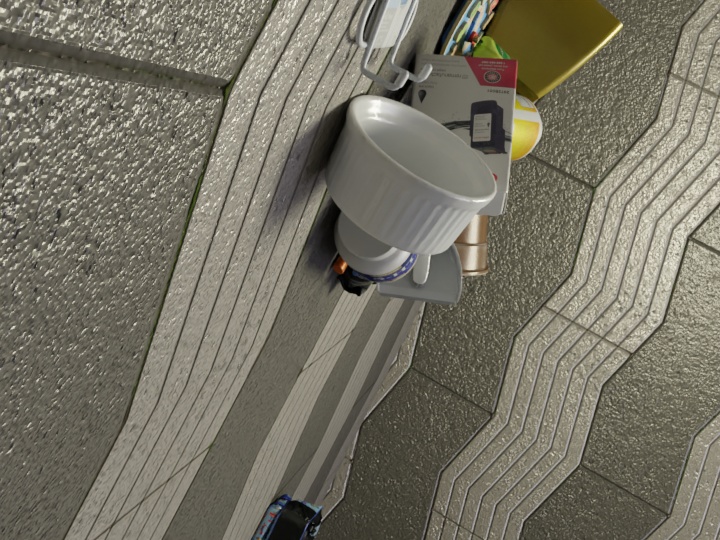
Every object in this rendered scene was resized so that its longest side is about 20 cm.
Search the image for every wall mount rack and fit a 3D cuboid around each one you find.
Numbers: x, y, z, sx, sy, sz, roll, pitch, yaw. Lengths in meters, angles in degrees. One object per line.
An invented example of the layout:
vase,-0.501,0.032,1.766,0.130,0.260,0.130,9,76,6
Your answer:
wall mount rack,0.068,-0.288,0.910,0.175,0.074,0.200,-66,171,22

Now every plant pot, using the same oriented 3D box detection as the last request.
plant pot,0.304,-0.404,1.483,0.177,0.199,0.200,-51,-177,-1
plant pot,0.140,-0.113,1.454,0.200,0.198,0.201,-31,131,-73

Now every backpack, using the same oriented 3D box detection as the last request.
backpack,-0.181,0.669,2.158,0.184,0.134,0.200,-63,170,6

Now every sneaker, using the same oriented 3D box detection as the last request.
sneaker,0.208,-0.320,1.388,0.074,0.083,0.200,-54,179,2
sneaker,0.000,0.000,1.462,0.082,0.071,0.200,-39,175,4

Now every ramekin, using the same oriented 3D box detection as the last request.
ramekin,0.053,-0.110,0.996,0.098,0.199,0.200,-58,174,29

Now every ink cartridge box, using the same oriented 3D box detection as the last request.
ink cartridge box,0.138,-0.188,1.166,0.084,0.143,0.203,74,21,-72

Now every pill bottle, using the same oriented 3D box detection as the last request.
pill bottle,0.024,-0.050,1.228,0.121,0.119,0.200,-61,171,-2
pill bottle,0.219,-0.231,1.343,0.199,0.109,0.110,-9,129,-55

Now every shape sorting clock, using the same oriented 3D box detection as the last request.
shape sorting clock,0.171,-0.377,1.343,0.201,0.039,0.200,-60,170,-17

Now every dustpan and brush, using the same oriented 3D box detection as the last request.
dustpan and brush,0.102,-0.050,1.342,0.057,0.138,0.203,-24,121,-84

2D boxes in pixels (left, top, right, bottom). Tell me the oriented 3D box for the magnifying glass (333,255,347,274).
magnifying glass,0.012,-0.080,1.385,0.201,0.022,0.080,-58,170,-23
